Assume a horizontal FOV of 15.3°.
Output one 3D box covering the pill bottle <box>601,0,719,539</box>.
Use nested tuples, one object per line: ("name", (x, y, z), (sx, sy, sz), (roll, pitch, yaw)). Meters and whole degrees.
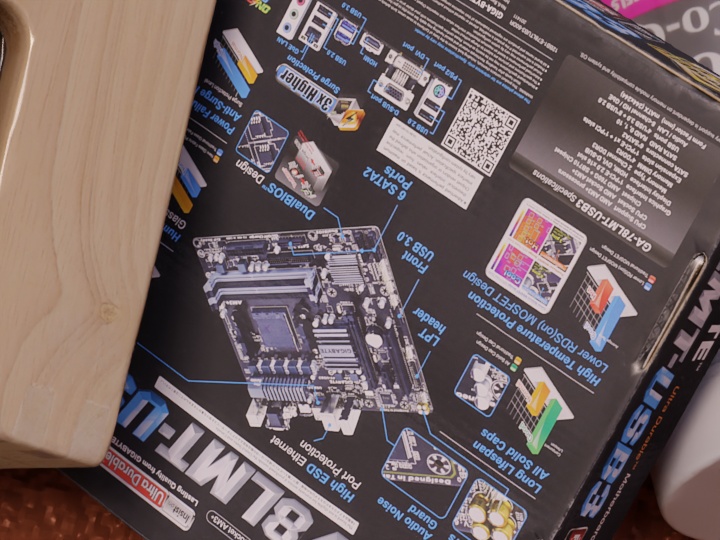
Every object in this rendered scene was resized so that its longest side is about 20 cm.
("pill bottle", (0.118, -0.027, 0.817), (0.116, 0.117, 0.201), (-7, 63, -5))

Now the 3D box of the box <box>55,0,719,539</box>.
("box", (0.000, 0.000, 0.763), (0.200, 0.050, 0.199), (34, 106, 26))

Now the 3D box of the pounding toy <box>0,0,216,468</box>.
("pounding toy", (-0.146, -0.018, 0.730), (0.142, 0.184, 0.201), (20, 75, -31))
